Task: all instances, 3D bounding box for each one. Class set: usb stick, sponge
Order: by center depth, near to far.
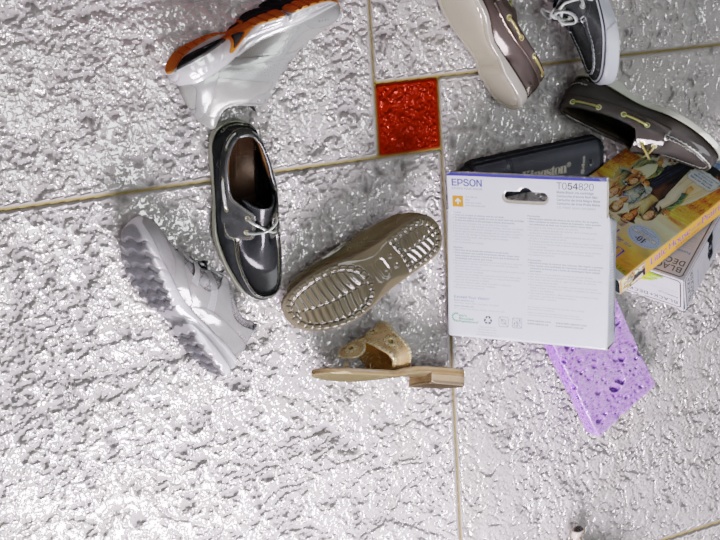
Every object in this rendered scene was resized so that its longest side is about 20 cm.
[{"bbox_3d":[0.208,-0.123,1.549,0.199,0.033,0.056,-14,110,-25],"label":"usb stick"},{"bbox_3d":[0.296,0.099,1.638,0.111,0.030,0.201,-37,114,-19],"label":"sponge"}]

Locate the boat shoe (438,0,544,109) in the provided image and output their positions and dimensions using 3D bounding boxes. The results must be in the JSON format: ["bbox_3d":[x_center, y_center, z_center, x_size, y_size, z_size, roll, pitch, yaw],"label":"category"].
[{"bbox_3d":[0.150,-0.280,1.469,0.060,0.072,0.201,-44,120,-19],"label":"boat shoe"}]

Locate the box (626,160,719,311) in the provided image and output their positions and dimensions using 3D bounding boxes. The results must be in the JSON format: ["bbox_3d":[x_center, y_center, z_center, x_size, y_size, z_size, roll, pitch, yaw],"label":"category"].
[{"bbox_3d":[0.384,-0.058,1.571,0.200,0.116,0.060,-54,148,-25],"label":"box"}]

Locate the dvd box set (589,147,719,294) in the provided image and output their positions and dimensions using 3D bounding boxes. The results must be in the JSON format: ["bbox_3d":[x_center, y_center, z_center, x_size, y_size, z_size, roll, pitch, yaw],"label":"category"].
[{"bbox_3d":[0.331,-0.076,1.540,0.199,0.146,0.030,-36,142,-14],"label":"dvd box set"}]

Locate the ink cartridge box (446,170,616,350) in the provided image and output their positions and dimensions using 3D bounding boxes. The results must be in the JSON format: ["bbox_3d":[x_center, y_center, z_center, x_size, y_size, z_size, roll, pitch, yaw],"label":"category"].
[{"bbox_3d":[0.196,-0.016,1.485,0.041,0.198,0.202,-30,122,-61],"label":"ink cartridge box"}]

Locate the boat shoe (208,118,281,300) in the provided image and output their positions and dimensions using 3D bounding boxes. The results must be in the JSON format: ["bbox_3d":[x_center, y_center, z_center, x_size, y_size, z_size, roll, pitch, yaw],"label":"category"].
[{"bbox_3d":[-0.119,-0.059,1.375,0.071,0.067,0.202,-17,110,-25],"label":"boat shoe"}]

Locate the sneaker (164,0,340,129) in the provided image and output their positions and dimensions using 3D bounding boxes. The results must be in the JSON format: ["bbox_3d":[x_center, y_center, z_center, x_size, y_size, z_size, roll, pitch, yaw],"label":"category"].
[{"bbox_3d":[-0.104,-0.222,1.354,0.199,0.076,0.092,-29,119,-11],"label":"sneaker"}]

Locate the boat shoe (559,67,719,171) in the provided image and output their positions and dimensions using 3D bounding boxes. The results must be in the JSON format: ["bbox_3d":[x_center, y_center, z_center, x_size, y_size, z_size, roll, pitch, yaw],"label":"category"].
[{"bbox_3d":[0.334,-0.168,1.537,0.200,0.072,0.061,31,76,14],"label":"boat shoe"}]

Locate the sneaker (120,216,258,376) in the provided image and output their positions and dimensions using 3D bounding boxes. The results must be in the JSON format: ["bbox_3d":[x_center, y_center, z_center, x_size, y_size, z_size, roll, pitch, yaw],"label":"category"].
[{"bbox_3d":[-0.182,0.016,1.365,0.082,0.074,0.201,-47,124,-27],"label":"sneaker"}]

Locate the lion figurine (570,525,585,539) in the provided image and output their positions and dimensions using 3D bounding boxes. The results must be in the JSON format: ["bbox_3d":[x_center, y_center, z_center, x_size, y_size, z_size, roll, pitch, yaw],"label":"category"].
[{"bbox_3d":[0.255,0.411,1.668,0.198,0.073,0.123,-14,117,-10],"label":"lion figurine"}]

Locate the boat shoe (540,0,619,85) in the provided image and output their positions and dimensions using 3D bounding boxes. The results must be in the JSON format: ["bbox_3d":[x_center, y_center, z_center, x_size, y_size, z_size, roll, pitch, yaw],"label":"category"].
[{"bbox_3d":[0.250,-0.312,1.500,0.068,0.074,0.201,-11,93,-14],"label":"boat shoe"}]

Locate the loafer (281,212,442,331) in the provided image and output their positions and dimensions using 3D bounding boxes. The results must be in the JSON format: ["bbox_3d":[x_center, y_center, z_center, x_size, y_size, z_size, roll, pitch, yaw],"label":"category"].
[{"bbox_3d":[0.000,0.000,1.450,0.199,0.067,0.076,-29,109,-3],"label":"loafer"}]

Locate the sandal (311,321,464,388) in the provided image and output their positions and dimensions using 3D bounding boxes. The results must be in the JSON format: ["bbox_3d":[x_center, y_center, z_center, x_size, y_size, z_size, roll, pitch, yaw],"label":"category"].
[{"bbox_3d":[0.032,0.095,1.491,0.210,0.077,0.070,8,76,-34],"label":"sandal"}]
